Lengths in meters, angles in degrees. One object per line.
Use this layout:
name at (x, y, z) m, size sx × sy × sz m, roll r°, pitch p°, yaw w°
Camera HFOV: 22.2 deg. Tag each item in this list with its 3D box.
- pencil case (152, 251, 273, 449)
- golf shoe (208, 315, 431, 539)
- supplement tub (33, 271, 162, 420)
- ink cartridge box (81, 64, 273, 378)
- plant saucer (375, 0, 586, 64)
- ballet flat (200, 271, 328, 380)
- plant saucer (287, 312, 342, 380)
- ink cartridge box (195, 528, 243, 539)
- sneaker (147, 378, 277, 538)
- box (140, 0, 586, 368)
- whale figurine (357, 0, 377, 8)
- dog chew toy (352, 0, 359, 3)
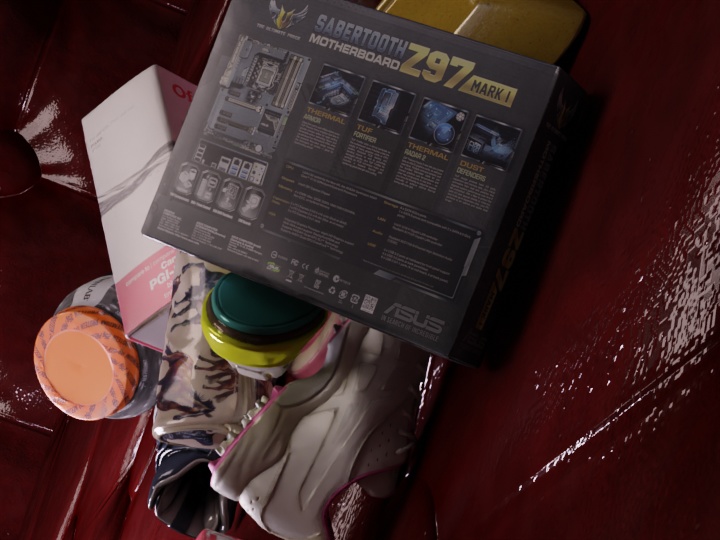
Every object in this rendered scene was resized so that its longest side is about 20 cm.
pencil case at (-0.084, 0.023, 1.181) m, size 0.089 × 0.077 × 0.201 m, roll -31°, pitch 48°, yaw 57°
golf shoe at (0.008, 0.070, 1.025) m, size 0.200 × 0.092 × 0.075 m, roll -47°, pitch -7°, yaw 6°
supplement tub at (-0.192, 0.055, 1.620) m, size 0.200 × 0.122 × 0.123 m, roll -29°, pitch -31°, yaw -60°
ink cartridge box at (-0.114, -0.033, 1.346) m, size 0.083 × 0.146 × 0.201 m, roll -33°, pitch 55°, yaw 26°
plant saucer at (0.029, -0.113, 1.092) m, size 0.200 × 0.048 × 0.200 m, roll -49°, pitch 23°, yaw 12°
ballet flat at (-0.052, 0.024, 1.056) m, size 0.200 × 0.066 × 0.067 m, roll -72°, pitch -2°, yaw -67°
plant saucer at (0.000, 0.000, 1.171) m, size 0.200 × 0.051 × 0.202 m, roll -161°, pitch 90°, yaw -74°
ink cartridge box at (-0.104, 0.271, 1.131) m, size 0.200 × 0.084 × 0.146 m, roll 128°, pitch 158°, yaw -51°
sneaker at (-0.138, 0.157, 1.490) m, size 0.202 × 0.077 × 0.147 m, roll -49°, pitch 21°, yaw 56°
box at (-0.001, -0.056, 0.969) m, size 0.051 × 0.199 × 0.159 m, roll 24°, pitch -93°, yaw -65°
whale figurine at (-0.040, -0.205, 1.590) m, size 0.159 × 0.103 × 0.201 m, roll 132°, pitch 156°, yaw -61°
dog chew toy at (-0.042, -0.112, 1.337) m, size 0.125 × 0.124 × 0.201 m, roll 125°, pitch 154°, yaw -49°
